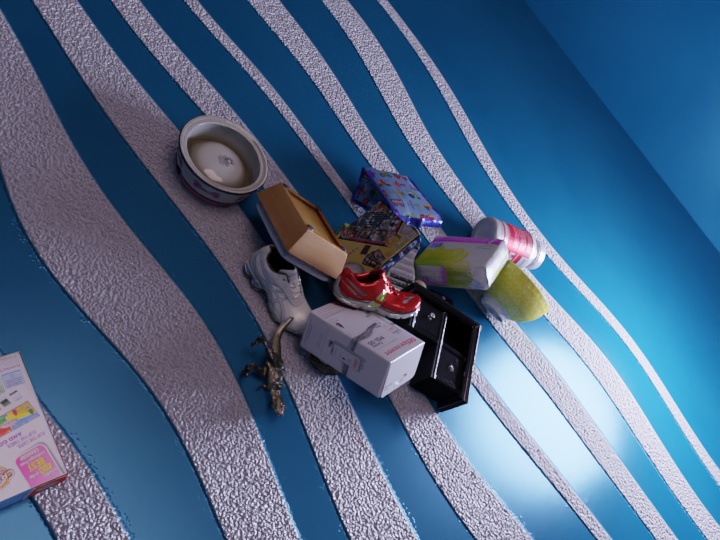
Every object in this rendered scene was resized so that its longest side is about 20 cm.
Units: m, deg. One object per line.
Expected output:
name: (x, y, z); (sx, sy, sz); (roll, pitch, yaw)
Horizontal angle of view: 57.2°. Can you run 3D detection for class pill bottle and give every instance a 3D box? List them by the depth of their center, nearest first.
pill bottle: (0.409, -0.068, 1.816); (0.198, 0.112, 0.114); (16, 51, -29)

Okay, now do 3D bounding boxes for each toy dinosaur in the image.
toy dinosaur: (-0.170, 0.169, 1.228); (0.088, 0.047, 0.203); (26, 54, -39)

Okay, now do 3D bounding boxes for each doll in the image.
doll: (0.198, 0.086, 1.557); (0.199, 0.049, 0.136); (38, 3, -15)

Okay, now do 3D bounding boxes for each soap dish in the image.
soap dish: (-0.119, -0.083, 1.361); (0.157, 0.081, 0.201); (31, 19, -45)

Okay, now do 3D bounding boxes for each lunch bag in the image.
lunch bag: (0.096, -0.159, 1.584); (0.149, 0.095, 0.200); (5, 27, -36)

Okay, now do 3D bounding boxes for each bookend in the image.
bookend: (0.148, 0.166, 1.435); (0.199, 0.092, 0.201); (33, 52, -20)

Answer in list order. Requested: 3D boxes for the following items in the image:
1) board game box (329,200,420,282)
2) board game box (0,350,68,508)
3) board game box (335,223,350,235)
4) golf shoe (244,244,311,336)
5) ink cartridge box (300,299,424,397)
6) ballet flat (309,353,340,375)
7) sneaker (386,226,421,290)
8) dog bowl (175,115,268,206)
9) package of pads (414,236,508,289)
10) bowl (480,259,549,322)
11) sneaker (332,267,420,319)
board game box: (0.014, -0.047, 1.434); (0.199, 0.035, 0.135); (-39, 59, -13)
board game box: (-0.520, 0.229, 0.917); (0.152, 0.040, 0.202); (-15, 71, -44)
board game box: (0.000, 0.000, 1.489); (0.101, 0.048, 0.202); (17, 52, -29)
golf shoe: (-0.147, 0.039, 1.310); (0.201, 0.097, 0.078); (50, 42, 0)
ink cartridge box: (0.006, 0.144, 1.291); (0.199, 0.084, 0.146); (29, 25, 25)
ballet flat: (-0.013, 0.179, 1.352); (0.198, 0.046, 0.068); (9, 55, -34)
sneaker: (0.085, -0.005, 1.547); (0.075, 0.081, 0.202); (26, 67, -22)
dog bowl: (-0.299, -0.224, 1.391); (0.198, 0.074, 0.202); (21, 49, -26)
package of pads: (0.241, -0.021, 1.596); (0.155, 0.198, 0.069); (-45, 130, -47)
bowl: (0.371, 0.066, 1.679); (0.108, 0.200, 0.200); (-42, 90, -4)
sneaker: (0.043, 0.041, 1.338); (0.197, 0.086, 0.077); (12, 21, -24)
